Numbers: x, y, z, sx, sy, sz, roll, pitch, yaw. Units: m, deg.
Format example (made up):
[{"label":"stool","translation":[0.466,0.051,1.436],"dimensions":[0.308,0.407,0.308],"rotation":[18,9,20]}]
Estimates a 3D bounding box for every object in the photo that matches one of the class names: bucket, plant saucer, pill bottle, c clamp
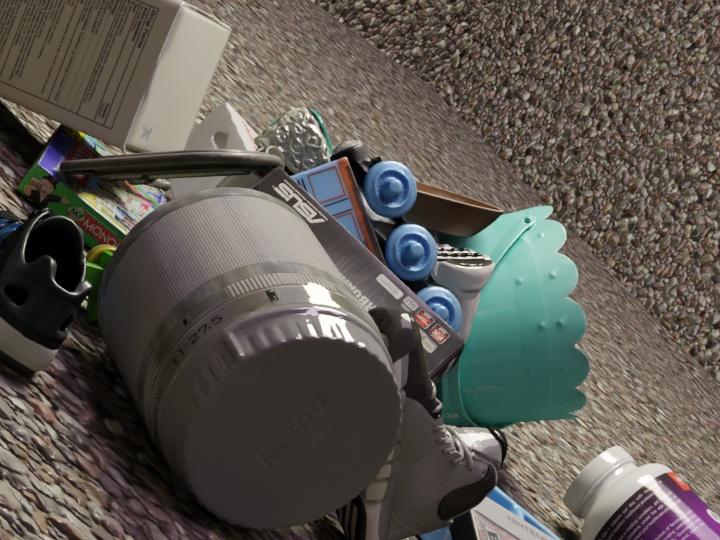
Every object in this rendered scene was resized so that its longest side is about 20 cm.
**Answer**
[{"label":"bucket","translation":[0.120,0.048,1.894],"dimensions":[0.207,0.134,0.208],"rotation":[171,-90,-82]},{"label":"plant saucer","translation":[0.026,-0.065,1.811],"dimensions":[0.200,0.035,0.200],"rotation":[16,4,-1]},{"label":"pill bottle","translation":[0.282,0.257,1.903],"dimensions":[0.200,0.113,0.112],"rotation":[46,12,24]},{"label":"c clamp","translation":[-0.139,-0.082,1.600],"dimensions":[0.199,0.027,0.171],"rotation":[-1,-3,39]}]

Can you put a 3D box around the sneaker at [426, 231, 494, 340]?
[{"label":"sneaker","translation":[0.043,0.006,1.776],"dimensions":[0.075,0.081,0.200],"rotation":[0,14,-24]}]

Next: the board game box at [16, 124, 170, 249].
[{"label":"board game box","translation":[-0.206,-0.055,1.677],"dimensions":[0.134,0.029,0.200],"rotation":[40,10,-11]}]

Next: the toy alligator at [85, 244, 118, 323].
[{"label":"toy alligator","translation":[-0.128,0.007,1.460],"dimensions":[0.199,0.054,0.059],"rotation":[-8,17,-24]}]

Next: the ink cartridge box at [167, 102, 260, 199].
[{"label":"ink cartridge box","translation":[-0.076,-0.033,1.813],"dimensions":[0.200,0.084,0.145],"rotation":[47,7,-27]}]

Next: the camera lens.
[{"label":"camera lens","translation":[-0.075,0.052,1.340],"dimensions":[0.160,0.160,0.200],"rotation":[33,13,-36]}]

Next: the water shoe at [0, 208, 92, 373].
[{"label":"water shoe","translation":[-0.204,-0.003,1.324],"dimensions":[0.071,0.079,0.200],"rotation":[36,11,-25]}]

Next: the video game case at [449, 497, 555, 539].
[{"label":"video game case","translation":[0.143,0.266,1.481],"dimensions":[0.181,0.025,0.200],"rotation":[35,27,-33]}]

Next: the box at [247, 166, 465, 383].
[{"label":"box","translation":[-0.049,0.041,1.512],"dimensions":[0.200,0.158,0.048],"rotation":[44,-30,13]}]

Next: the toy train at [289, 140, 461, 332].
[{"label":"toy train","translation":[0.000,0.000,1.635],"dimensions":[0.087,0.114,0.201],"rotation":[-16,-87,67]}]

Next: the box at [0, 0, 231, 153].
[{"label":"box","translation":[-0.229,-0.184,1.693],"dimensions":[0.199,0.128,0.109],"rotation":[24,3,19]}]

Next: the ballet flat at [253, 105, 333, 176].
[{"label":"ballet flat","translation":[-0.033,-0.037,1.711],"dimensions":[0.072,0.072,0.201],"rotation":[-57,123,-80]}]

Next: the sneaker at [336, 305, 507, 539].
[{"label":"sneaker","translation":[0.049,0.102,1.416],"dimensions":[0.115,0.201,0.075],"rotation":[-7,38,-19]}]

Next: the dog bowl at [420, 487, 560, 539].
[{"label":"dog bowl","translation":[0.113,0.218,1.634],"dimensions":[0.200,0.050,0.112],"rotation":[39,11,-6]}]
